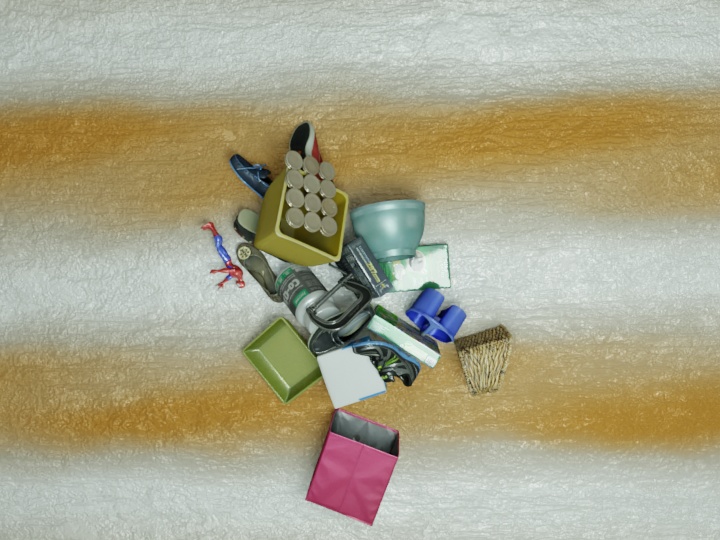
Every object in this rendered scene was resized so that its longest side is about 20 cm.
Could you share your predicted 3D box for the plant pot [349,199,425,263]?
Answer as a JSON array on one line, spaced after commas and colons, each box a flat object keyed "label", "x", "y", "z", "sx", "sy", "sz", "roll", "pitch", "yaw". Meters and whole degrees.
[{"label": "plant pot", "x": 0.077, "y": -0.094, "z": 1.629, "sx": 0.198, "sy": 0.200, "sz": 0.136, "roll": -7, "pitch": 83, "yaw": 5}]

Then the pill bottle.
[{"label": "pill bottle", "x": -0.138, "y": 0.078, "z": 1.666, "sx": 0.113, "sy": 0.113, "sz": 0.200, "roll": -50, "pitch": 47, "yaw": 7}]

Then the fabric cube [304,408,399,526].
[{"label": "fabric cube", "x": -0.018, "y": 0.523, "z": 1.704, "sx": 0.198, "sy": 0.196, "sz": 0.201, "roll": 20, "pitch": 98, "yaw": 1}]

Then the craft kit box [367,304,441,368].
[{"label": "craft kit box", "x": 0.115, "y": 0.170, "z": 1.662, "sx": 0.199, "sy": 0.198, "sz": 0.049, "roll": 32, "pitch": 93, "yaw": 0}]

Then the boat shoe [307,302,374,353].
[{"label": "boat shoe", "x": -0.046, "y": 0.151, "z": 1.568, "sx": 0.198, "sy": 0.066, "sz": 0.075, "roll": -31, "pitch": 113, "yaw": 4}]

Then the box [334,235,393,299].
[{"label": "box", "x": 0.000, "y": 0.000, "z": 1.653, "sx": 0.051, "sy": 0.200, "sz": 0.159, "roll": -33, "pitch": 93, "yaw": -16}]

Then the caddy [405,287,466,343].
[{"label": "caddy", "x": 0.192, "y": 0.130, "z": 1.660, "sx": 0.141, "sy": 0.200, "sz": 0.105, "roll": 37, "pitch": 80, "yaw": 3}]

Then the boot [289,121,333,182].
[{"label": "boot", "x": -0.123, "y": -0.293, "z": 1.709, "sx": 0.072, "sy": 0.144, "sz": 0.202, "roll": -20, "pitch": 57, "yaw": 26}]

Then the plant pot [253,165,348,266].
[{"label": "plant pot", "x": -0.175, "y": -0.119, "z": 1.636, "sx": 0.194, "sy": 0.199, "sz": 0.196, "roll": 23, "pitch": 62, "yaw": -33}]

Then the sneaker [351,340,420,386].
[{"label": "sneaker", "x": 0.064, "y": 0.228, "z": 1.543, "sx": 0.199, "sy": 0.071, "sz": 0.083, "roll": 30, "pitch": 68, "yaw": -26}]

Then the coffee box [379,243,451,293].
[{"label": "coffee box", "x": 0.146, "y": -0.005, "z": 1.721, "sx": 0.198, "sy": 0.044, "sz": 0.124, "roll": -6, "pitch": 93, "yaw": 5}]

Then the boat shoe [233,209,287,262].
[{"label": "boat shoe", "x": -0.260, "y": -0.088, "z": 1.739, "sx": 0.201, "sy": 0.063, "sz": 0.074, "roll": 37, "pitch": 54, "yaw": -11}]

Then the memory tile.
[{"label": "memory tile", "x": -0.122, "y": -0.190, "z": 1.560, "sx": 0.152, "sy": 0.017, "sz": 0.202, "roll": 10, "pitch": 69, "yaw": -37}]

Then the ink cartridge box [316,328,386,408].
[{"label": "ink cartridge box", "x": -0.017, "y": 0.250, "z": 1.677, "sx": 0.146, "sy": 0.200, "sz": 0.146, "roll": -19, "pitch": 95, "yaw": 5}]

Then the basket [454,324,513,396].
[{"label": "basket", "x": 0.337, "y": 0.242, "z": 1.649, "sx": 0.148, "sy": 0.200, "sz": 0.144, "roll": -17, "pitch": 92, "yaw": 5}]

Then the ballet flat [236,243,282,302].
[{"label": "ballet flat", "x": -0.277, "y": 0.008, "z": 1.752, "sx": 0.067, "sy": 0.046, "sz": 0.201, "roll": -36, "pitch": 92, "yaw": 7}]

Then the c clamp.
[{"label": "c clamp", "x": -0.062, "y": 0.073, "z": 1.571, "sx": 0.170, "sy": 0.200, "sz": 0.027, "roll": 20, "pitch": 138, "yaw": 26}]

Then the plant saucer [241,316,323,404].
[{"label": "plant saucer", "x": -0.202, "y": 0.242, "z": 1.737, "sx": 0.200, "sy": 0.048, "sz": 0.200, "roll": -40, "pitch": 90, "yaw": 33}]

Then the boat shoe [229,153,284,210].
[{"label": "boat shoe", "x": -0.266, "y": -0.252, "z": 1.718, "sx": 0.200, "sy": 0.084, "sz": 0.069, "roll": 41, "pitch": 116, "yaw": -14}]

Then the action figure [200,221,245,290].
[{"label": "action figure", "x": -0.398, "y": -0.024, "z": 1.750, "sx": 0.099, "sy": 0.065, "sz": 0.201, "roll": -34, "pitch": 91, "yaw": -2}]
